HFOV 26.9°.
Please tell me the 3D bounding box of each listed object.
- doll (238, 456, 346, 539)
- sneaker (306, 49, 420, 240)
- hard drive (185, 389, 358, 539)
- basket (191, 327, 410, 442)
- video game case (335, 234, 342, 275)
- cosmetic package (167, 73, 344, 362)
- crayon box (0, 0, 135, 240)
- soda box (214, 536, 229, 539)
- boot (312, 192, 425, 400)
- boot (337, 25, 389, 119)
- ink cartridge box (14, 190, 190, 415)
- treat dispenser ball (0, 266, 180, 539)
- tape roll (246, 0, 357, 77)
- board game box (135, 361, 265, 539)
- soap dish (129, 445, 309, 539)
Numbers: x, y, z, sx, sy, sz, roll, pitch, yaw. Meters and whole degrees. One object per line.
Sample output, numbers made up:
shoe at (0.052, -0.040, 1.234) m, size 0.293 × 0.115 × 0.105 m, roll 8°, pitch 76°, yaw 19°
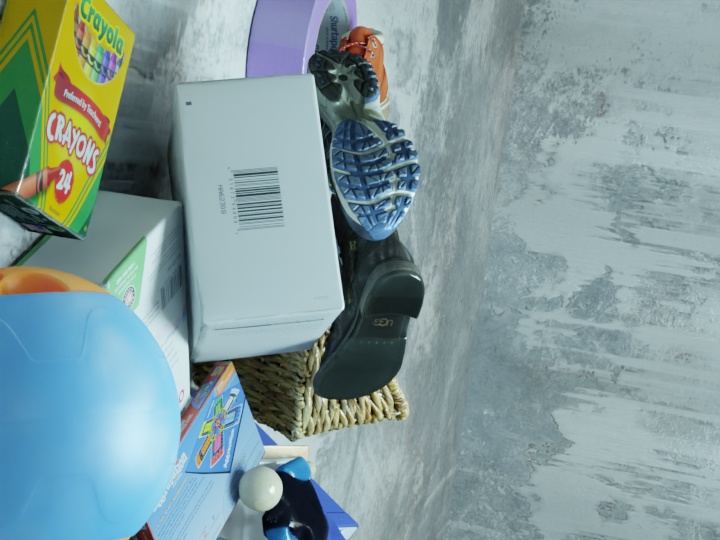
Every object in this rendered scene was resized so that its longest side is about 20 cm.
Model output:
doll at (-0.054, 0.243, 1.387) m, size 0.200 × 0.048 × 0.137 m, roll 58°, pitch 29°, yaw -44°
sneaker at (-0.002, -0.094, 1.286) m, size 0.086 × 0.076 × 0.201 m, roll 104°, pitch -21°, yaw -47°
hard drive at (-0.092, 0.204, 1.564) m, size 0.025 × 0.200 × 0.132 m, roll -48°, pitch 165°, yaw 2°
basket at (-0.058, 0.067, 1.503) m, size 0.148 × 0.199 × 0.144 m, roll -7°, pitch 108°, yaw -37°
video game case at (-0.066, -0.059, 1.483) m, size 0.019 × 0.143 × 0.201 m, roll -27°, pitch 100°, yaw -26°
cosmetic package at (-0.095, -0.039, 1.292) m, size 0.200 × 0.122 × 0.201 m, roll 132°, pitch -48°, yaw -74°
crayon box at (-0.221, -0.136, 1.097) m, size 0.127 × 0.050 × 0.202 m, roll 46°, pitch 54°, yaw -72°
soda box at (-0.150, 0.335, 1.327) m, size 0.063 × 0.068 × 0.202 m, roll -1°, pitch -111°, yaw 60°
boot at (0.000, 0.000, 1.365) m, size 0.175 × 0.069 × 0.201 m, roll -105°, pitch -147°, yaw -43°
boot at (-0.010, -0.204, 1.614) m, size 0.200 × 0.074 × 0.108 m, roll -66°, pitch 159°, yaw -71°
ink cartridge box at (-0.204, 0.058, 1.219) m, size 0.146 × 0.087 × 0.202 m, roll -59°, pitch 152°, yaw -56°
treat dispenser ball at (-0.215, 0.098, 0.961) m, size 0.201 × 0.199 × 0.203 m, roll 9°, pitch 90°, yaw -76°
tape roll at (-0.062, -0.235, 1.649) m, size 0.200 × 0.065 × 0.202 m, roll 10°, pitch 90°, yaw -76°
board game box at (-0.139, 0.178, 1.295) m, size 0.200 × 0.019 × 0.104 m, roll -60°, pitch 140°, yaw -53°
soap dish at (-0.147, 0.240, 1.419) m, size 0.199 × 0.081 × 0.159 m, roll 5°, pitch 94°, yaw -39°
